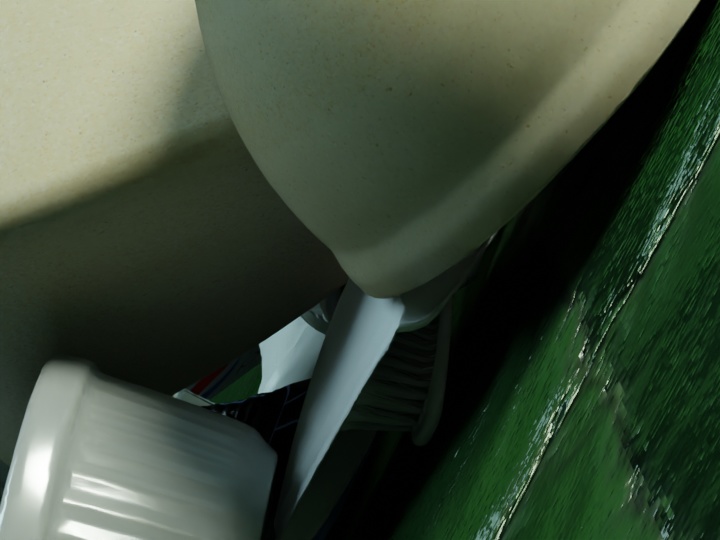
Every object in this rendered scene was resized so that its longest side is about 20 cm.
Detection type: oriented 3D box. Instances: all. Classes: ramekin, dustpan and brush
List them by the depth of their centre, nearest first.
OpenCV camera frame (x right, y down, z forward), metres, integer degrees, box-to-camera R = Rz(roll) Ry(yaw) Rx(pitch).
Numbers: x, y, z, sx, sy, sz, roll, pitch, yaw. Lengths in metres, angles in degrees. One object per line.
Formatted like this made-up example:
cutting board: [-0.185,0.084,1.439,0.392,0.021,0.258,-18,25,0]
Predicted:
ramekin: [-0.090,0.137,1.122,0.202,0.094,0.204,11,-90,-89]
dustpan and brush: [0.025,0.010,1.139,0.201,0.057,0.140,-79,13,-47]

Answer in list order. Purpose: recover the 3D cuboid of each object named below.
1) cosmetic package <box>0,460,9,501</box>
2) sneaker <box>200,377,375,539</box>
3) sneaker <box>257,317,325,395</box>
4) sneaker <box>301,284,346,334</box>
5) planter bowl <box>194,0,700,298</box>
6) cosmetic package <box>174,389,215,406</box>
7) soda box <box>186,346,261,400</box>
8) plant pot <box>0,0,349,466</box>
cosmetic package: [-0.207,0.157,1.457,0.199,0.122,0.201,-11,92,60]
sneaker: [-0.048,0.086,1.268,0.070,0.078,0.200,-66,6,-32]
sneaker: [-0.033,0.010,1.500,0.071,0.080,0.201,-57,10,37]
sneaker: [0.000,0.000,1.295,0.200,0.075,0.082,107,159,-70]
planter bowl: [0.019,-0.110,1.029,0.200,0.135,0.200,-46,12,13]
cosmetic package: [-0.108,0.159,1.530,0.200,0.073,0.104,-55,10,51]
soda box: [-0.080,0.022,1.565,0.200,0.064,0.068,-37,-12,-40]
plant pot: [-0.104,-0.064,1.173,0.200,0.176,0.201,47,-148,-59]
